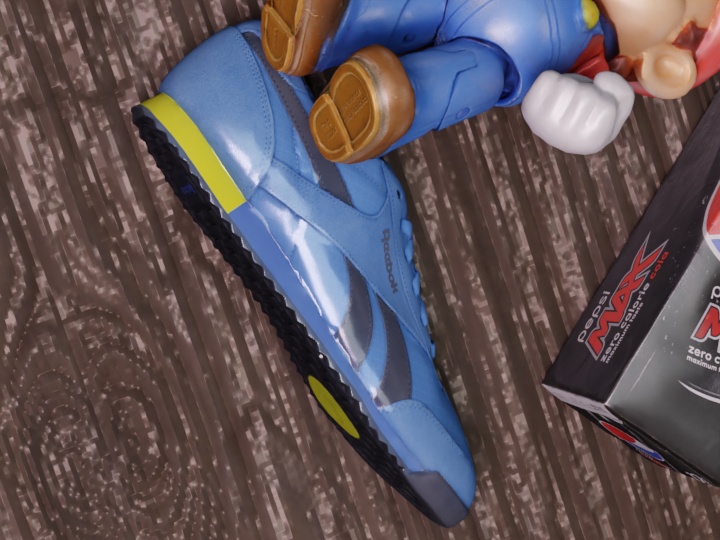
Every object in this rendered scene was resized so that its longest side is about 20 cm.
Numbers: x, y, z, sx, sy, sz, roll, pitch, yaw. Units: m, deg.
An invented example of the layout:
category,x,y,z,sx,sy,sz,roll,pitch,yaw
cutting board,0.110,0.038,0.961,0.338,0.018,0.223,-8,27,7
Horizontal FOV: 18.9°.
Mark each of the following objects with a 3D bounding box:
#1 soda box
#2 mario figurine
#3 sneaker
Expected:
category,x,y,z,sx,sy,sz,roll,pitch,yaw
soda box,0.154,-0.020,0.831,0.063,0.071,0.201,33,84,-16
mario figurine,0.068,-0.106,0.766,0.199,0.106,0.125,-17,99,-31
sneaker,0.000,0.000,0.790,0.078,0.066,0.201,-36,103,-15
